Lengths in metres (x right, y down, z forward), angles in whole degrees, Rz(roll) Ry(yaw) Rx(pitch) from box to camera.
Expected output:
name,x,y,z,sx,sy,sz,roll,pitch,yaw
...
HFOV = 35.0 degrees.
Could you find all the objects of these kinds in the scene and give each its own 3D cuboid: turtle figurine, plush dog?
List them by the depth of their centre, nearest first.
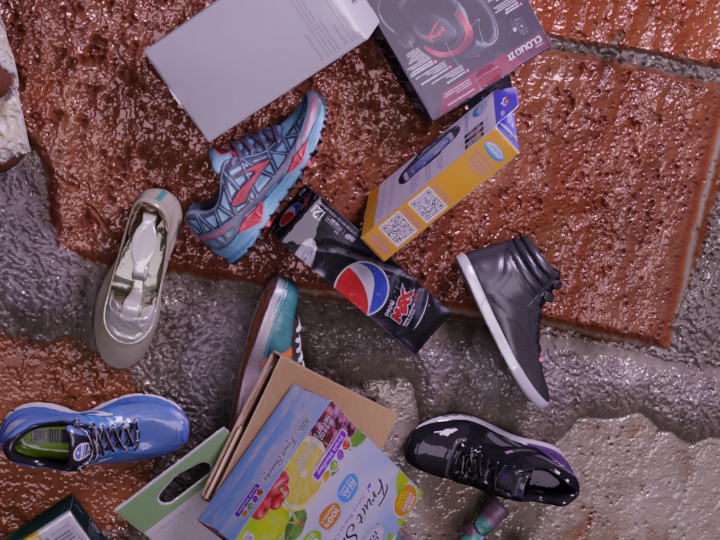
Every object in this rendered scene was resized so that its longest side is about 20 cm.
name,x,y,z,sx,sy,sz,roll,pitch,yaw
plush dog,-0.415,-0.181,1.074,0.171,0.200,0.161,-13,70,-16
turtle figurine,0.100,0.352,1.297,0.200,0.101,0.150,-35,105,-7

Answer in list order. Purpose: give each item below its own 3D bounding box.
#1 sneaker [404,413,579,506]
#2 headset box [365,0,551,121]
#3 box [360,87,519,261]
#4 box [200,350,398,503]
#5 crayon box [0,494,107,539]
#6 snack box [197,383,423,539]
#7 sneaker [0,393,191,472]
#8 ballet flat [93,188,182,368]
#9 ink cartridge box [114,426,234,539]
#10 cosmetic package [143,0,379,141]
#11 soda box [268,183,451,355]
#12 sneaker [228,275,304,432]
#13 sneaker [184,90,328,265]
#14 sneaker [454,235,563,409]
name,x,y,z,sx,sy,sz,roll,pitch,yaw
sneaker,0.151,0.215,1.276,0.200,0.088,0.076,11,100,-11
headset box,0.089,-0.260,1.171,0.148,0.075,0.200,-33,105,-1
box,0.088,-0.103,1.153,0.200,0.119,0.041,-37,108,20
box,-0.058,0.193,1.207,0.200,0.021,0.164,31,81,-43
crayon box,-0.362,0.352,1.240,0.200,0.052,0.126,-33,105,-2
snack box,-0.045,0.241,1.172,0.169,0.068,0.200,-55,134,-16
sneaker,-0.277,0.180,1.197,0.200,0.089,0.079,-5,104,-9
ballet flat,-0.233,0.013,1.182,0.069,0.069,0.200,13,100,-12
ink cartridge box,-0.151,0.251,1.221,0.145,0.048,0.200,-37,126,0
cosmetic package,-0.095,-0.226,1.112,0.200,0.081,0.113,-27,107,22
soda box,0.000,0.000,1.204,0.200,0.071,0.063,40,91,-21
sneaker,-0.085,0.103,1.226,0.080,0.071,0.200,11,108,-12
sneaker,-0.109,-0.107,1.170,0.095,0.079,0.200,33,95,-12
sneaker,0.189,0.053,1.256,0.099,0.071,0.200,-26,101,2
